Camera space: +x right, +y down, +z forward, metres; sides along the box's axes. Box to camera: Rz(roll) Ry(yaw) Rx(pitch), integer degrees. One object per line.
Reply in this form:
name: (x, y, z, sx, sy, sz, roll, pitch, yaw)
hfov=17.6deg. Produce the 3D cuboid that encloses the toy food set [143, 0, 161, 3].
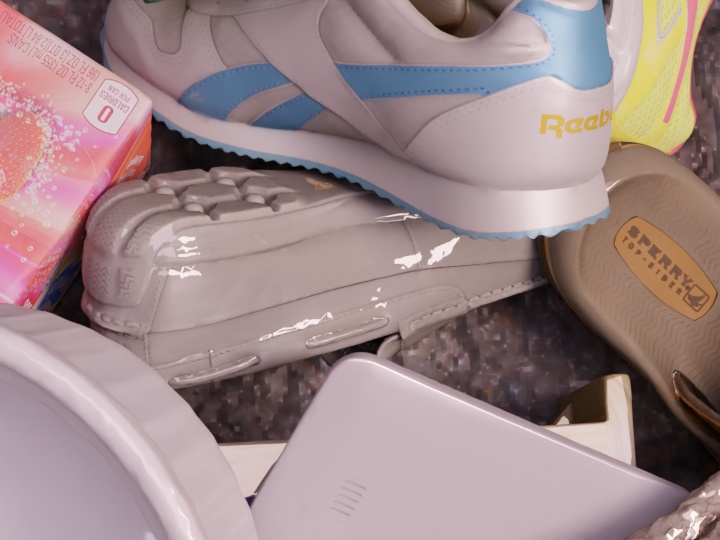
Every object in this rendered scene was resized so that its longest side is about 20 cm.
toy food set: (0.017, -0.150, 0.730, 0.200, 0.198, 0.049, -41, 111, -45)

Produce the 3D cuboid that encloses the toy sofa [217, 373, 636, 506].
toy sofa: (-0.008, 0.090, 0.759, 0.199, 0.083, 0.098, -3, 80, -6)

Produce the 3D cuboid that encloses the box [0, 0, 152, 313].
box: (-0.176, -0.058, 0.760, 0.200, 0.095, 0.103, 34, 79, 1)

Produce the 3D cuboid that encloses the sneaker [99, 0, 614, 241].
sneaker: (-0.002, -0.074, 0.751, 0.200, 0.076, 0.081, 19, 116, 34)

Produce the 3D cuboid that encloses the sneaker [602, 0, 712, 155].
sneaker: (0.088, -0.125, 0.818, 0.090, 0.078, 0.201, 31, 59, -41)

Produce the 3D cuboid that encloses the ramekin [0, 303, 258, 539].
ramekin: (-0.122, 0.101, 0.662, 0.200, 0.098, 0.201, 1, 96, 11)

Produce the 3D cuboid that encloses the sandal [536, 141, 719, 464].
sandal: (0.143, 0.031, 0.776, 0.200, 0.054, 0.080, 38, 83, -23)

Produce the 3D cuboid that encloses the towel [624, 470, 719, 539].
towel: (0.106, 0.115, 0.723, 0.200, 0.133, 0.034, -34, 55, -19)

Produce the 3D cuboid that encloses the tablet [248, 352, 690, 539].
tablet: (0.005, 0.128, 0.725, 0.130, 0.014, 0.200, 24, 111, -18)

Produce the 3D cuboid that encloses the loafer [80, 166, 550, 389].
loafer: (0.000, 0.000, 0.770, 0.200, 0.070, 0.070, -7, 114, -29)
